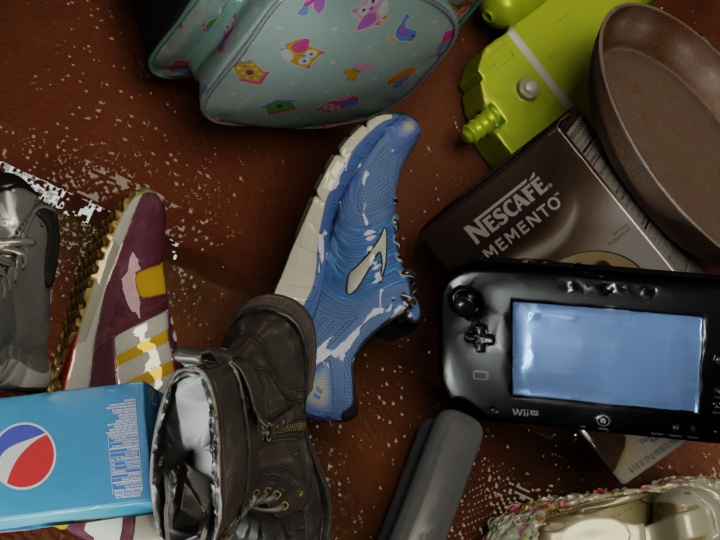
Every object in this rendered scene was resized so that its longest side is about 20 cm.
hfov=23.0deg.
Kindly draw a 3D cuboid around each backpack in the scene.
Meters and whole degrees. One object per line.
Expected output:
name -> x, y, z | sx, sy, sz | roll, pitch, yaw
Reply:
backpack -> -0.018, -0.176, 1.043 | 0.200, 0.176, 0.153 | -10, 65, -36

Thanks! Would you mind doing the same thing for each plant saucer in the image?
plant saucer -> 0.208, -0.077, 1.111 | 0.200, 0.034, 0.200 | 30, 42, -31

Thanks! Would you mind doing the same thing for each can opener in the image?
can opener -> 0.014, 0.170, 1.036 | 0.066, 0.053, 0.200 | 32, 67, -11

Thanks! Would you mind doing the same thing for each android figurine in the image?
android figurine -> 0.148, -0.122, 1.175 | 0.200, 0.041, 0.182 | -37, 92, -28

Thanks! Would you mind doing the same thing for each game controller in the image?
game controller -> 0.144, 0.047, 1.031 | 0.200, 0.042, 0.104 | 5, 107, 15

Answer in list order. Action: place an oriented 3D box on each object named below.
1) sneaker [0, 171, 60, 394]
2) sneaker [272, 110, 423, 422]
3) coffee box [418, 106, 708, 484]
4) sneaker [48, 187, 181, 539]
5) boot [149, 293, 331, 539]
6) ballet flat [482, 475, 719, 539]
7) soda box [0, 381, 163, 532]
sneaker -> -0.204, 0.002, 0.911 | 0.075, 0.200, 0.116 | 9, 85, 4
sneaker -> 0.000, 0.000, 1.056 | 0.089, 0.079, 0.200 | 21, 77, -1
coffee box -> 0.145, 0.014, 1.087 | 0.200, 0.113, 0.080 | 50, 20, -3
sneaker -> -0.125, 0.055, 1.002 | 0.090, 0.075, 0.200 | 16, 79, -15
boot -> -0.070, 0.114, 0.930 | 0.069, 0.174, 0.200 | 1, 106, 13
ballet flat -> 0.171, 0.166, 1.095 | 0.200, 0.064, 0.076 | -7, 78, -24
soda box -> -0.199, 0.103, 0.914 | 0.200, 0.068, 0.064 | -6, 78, 4
